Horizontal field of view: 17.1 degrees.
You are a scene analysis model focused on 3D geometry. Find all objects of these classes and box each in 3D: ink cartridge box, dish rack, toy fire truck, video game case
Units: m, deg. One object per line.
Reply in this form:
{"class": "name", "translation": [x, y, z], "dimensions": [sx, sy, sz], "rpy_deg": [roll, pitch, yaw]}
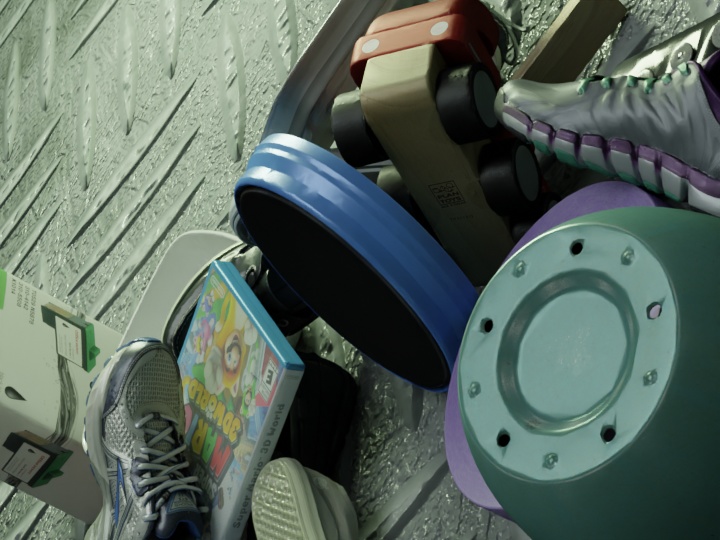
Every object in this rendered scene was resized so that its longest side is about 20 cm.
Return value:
{"class": "ink cartridge box", "translation": [-0.270, 0.095, 1.944], "dimensions": [0.084, 0.199, 0.147], "rpy_deg": [-41, 33, 33]}
{"class": "dish rack", "translation": [0.001, -0.158, 1.634], "dimensions": [0.201, 0.043, 0.172], "rpy_deg": [-56, -1, -20]}
{"class": "toy fire truck", "translation": [0.085, -0.116, 1.503], "dimensions": [0.128, 0.176, 0.201], "rpy_deg": [-12, 43, 25]}
{"class": "video game case", "translation": [-0.102, 0.114, 1.627], "dimensions": [0.143, 0.018, 0.201], "rpy_deg": [51, 126, 52]}

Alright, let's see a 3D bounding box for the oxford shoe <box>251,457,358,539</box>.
{"class": "oxford shoe", "translation": [-0.020, 0.209, 1.516], "dimensions": [0.075, 0.057, 0.201], "rpy_deg": [-46, 44, 37]}

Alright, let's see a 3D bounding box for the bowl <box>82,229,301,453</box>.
{"class": "bowl", "translation": [-0.120, 0.074, 1.817], "dimensions": [0.199, 0.074, 0.201], "rpy_deg": [14, 79, 65]}

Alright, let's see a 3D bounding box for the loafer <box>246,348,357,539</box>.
{"class": "loafer", "translation": [-0.056, 0.147, 1.623], "dimensions": [0.068, 0.070, 0.202], "rpy_deg": [-29, 41, 51]}

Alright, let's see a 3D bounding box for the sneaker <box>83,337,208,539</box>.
{"class": "sneaker", "translation": [-0.135, 0.147, 1.604], "dimensions": [0.085, 0.077, 0.202], "rpy_deg": [9, 98, 50]}

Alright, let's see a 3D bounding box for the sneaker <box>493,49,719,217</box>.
{"class": "sneaker", "translation": [0.168, -0.090, 1.330], "dimensions": [0.199, 0.074, 0.088], "rpy_deg": [24, 105, 32]}

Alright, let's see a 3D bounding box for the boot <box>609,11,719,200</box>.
{"class": "boot", "translation": [0.223, -0.146, 1.381], "dimensions": [0.200, 0.065, 0.166], "rpy_deg": [-37, 33, 52]}

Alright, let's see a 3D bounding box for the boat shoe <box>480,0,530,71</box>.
{"class": "boat shoe", "translation": [0.070, -0.156, 1.643], "dimensions": [0.062, 0.075, 0.200], "rpy_deg": [-52, -1, -11]}

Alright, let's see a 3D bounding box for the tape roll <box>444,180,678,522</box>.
{"class": "tape roll", "translation": [0.131, 0.053, 1.354], "dimensions": [0.200, 0.065, 0.201], "rpy_deg": [-44, 31, 35]}

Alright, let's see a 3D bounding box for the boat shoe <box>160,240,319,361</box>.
{"class": "boat shoe", "translation": [-0.055, 0.008, 1.684], "dimensions": [0.199, 0.075, 0.066], "rpy_deg": [-31, 8, -4]}

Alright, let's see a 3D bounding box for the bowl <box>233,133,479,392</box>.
{"class": "bowl", "translation": [0.000, 0.000, 1.502], "dimensions": [0.039, 0.201, 0.200], "rpy_deg": [-47, 21, -15]}

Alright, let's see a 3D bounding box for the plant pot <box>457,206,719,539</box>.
{"class": "plant pot", "translation": [0.140, 0.061, 1.140], "dimensions": [0.200, 0.161, 0.202], "rpy_deg": [-18, 60, 36]}

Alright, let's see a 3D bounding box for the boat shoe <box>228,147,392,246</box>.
{"class": "boat shoe", "translation": [0.002, -0.039, 1.606], "dimensions": [0.199, 0.072, 0.071], "rpy_deg": [-12, 52, 19]}
